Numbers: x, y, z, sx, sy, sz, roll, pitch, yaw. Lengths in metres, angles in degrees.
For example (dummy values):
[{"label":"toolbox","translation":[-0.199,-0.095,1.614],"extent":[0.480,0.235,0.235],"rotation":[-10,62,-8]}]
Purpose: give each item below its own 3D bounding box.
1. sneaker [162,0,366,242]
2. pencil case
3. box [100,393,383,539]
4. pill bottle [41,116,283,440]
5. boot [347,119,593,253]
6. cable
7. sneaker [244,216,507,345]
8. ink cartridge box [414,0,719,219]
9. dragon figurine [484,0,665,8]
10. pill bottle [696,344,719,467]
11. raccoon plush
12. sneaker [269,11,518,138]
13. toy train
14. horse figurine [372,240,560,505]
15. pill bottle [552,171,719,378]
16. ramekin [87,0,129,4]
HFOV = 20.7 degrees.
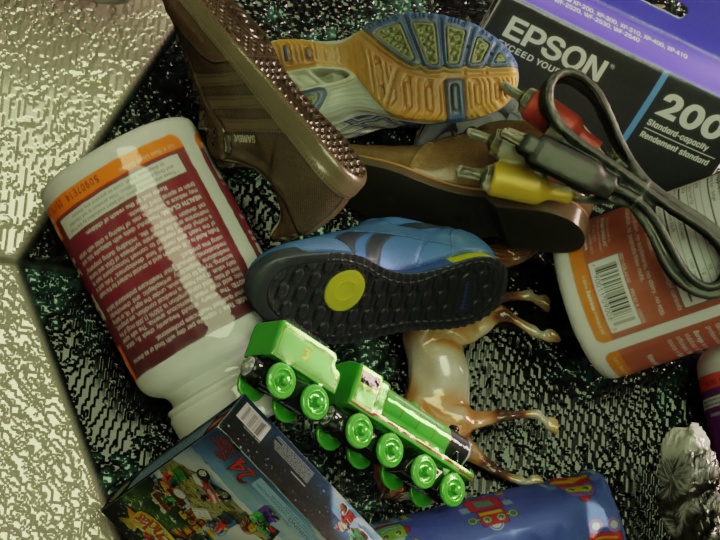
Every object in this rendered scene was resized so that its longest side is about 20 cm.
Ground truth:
[{"label":"sneaker","translation":[-0.082,-0.107,1.276],"extent":[0.076,0.070,0.200],"rotation":[-44,69,17]},{"label":"pencil case","translation":[0.082,0.193,1.327],"extent":[0.199,0.078,0.087],"rotation":[-11,120,-18]},{"label":"box","translation":[-0.053,0.187,1.249],"extent":[0.200,0.137,0.038],"rotation":[47,40,-7]},{"label":"pill bottle","translation":[-0.116,0.012,1.291],"extent":[0.114,0.114,0.200],"rotation":[-27,86,-19]},{"label":"boot","translation":[0.066,-0.067,1.362],"extent":[0.199,0.074,0.076],"rotation":[10,63,15]},{"label":"cable","translation":[0.166,-0.059,1.293],"extent":[0.200,0.050,0.097],"rotation":[29,83,-5]},{"label":"sneaker","translation":[0.000,0.000,1.295],"extent":[0.200,0.078,0.066],"rotation":[-2,120,-36]},{"label":"ink cartridge box","translation":[0.167,-0.125,1.367],"extent":[0.198,0.200,0.043],"rotation":[23,34,-9]},{"label":"dragon figurine","translation":[0.164,-0.158,1.432],"extent":[0.199,0.099,0.059],"rotation":[11,67,1]},{"label":"pill bottle","translation":[0.306,0.144,1.381],"extent":[0.112,0.112,0.201],"rotation":[-5,80,-17]},{"label":"raccoon plush","translation":[0.277,0.201,1.304],"extent":[0.134,0.097,0.201],"rotation":[11,71,-32]},{"label":"sneaker","translation":[0.009,-0.128,1.349],"extent":[0.199,0.088,0.076],"rotation":[-1,82,6]},{"label":"toy train","translation":[0.001,0.092,1.260],"extent":[0.200,0.042,0.057],"rotation":[35,62,-34]},{"label":"horse figurine","translation":[0.073,0.068,1.365],"extent":[0.132,0.050,0.201],"rotation":[7,78,-16]},{"label":"pill bottle","translation":[0.242,-0.007,1.351],"extent":[0.199,0.112,0.113],"rotation":[-20,82,17]},{"label":"ramekin","translation":[-0.207,-0.247,1.286],"extent":[0.202,0.202,0.095],"rotation":[21,85,-10]}]
